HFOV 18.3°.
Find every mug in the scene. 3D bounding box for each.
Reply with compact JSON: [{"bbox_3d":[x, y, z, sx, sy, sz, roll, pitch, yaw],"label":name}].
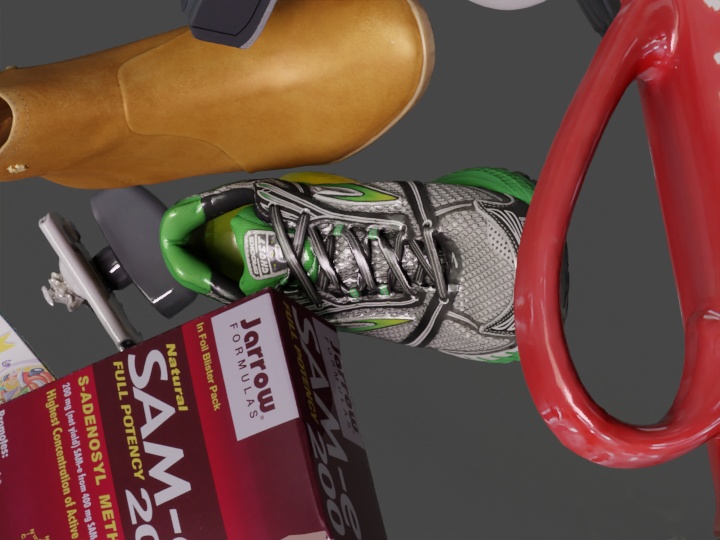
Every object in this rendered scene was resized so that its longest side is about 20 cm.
[{"bbox_3d":[0.140,-0.027,0.691,0.133,0.178,0.200,-21,76,42],"label":"mug"}]

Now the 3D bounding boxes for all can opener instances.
[{"bbox_3d":[-0.081,0.047,0.995,0.066,0.053,0.200,-32,74,5],"label":"can opener"}]

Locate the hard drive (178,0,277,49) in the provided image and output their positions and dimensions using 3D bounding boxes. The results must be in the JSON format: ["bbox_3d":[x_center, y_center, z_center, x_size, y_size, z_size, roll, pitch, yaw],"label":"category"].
[{"bbox_3d":[-0.056,-0.205,0.906,0.140,0.033,0.200,-61,34,33],"label":"hard drive"}]

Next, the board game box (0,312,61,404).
[{"bbox_3d":[-0.096,0.114,0.976,0.034,0.134,0.200,-41,57,-7],"label":"board game box"}]

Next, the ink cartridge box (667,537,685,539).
[{"bbox_3d":[0.051,0.179,0.803,0.200,0.125,0.129,-19,82,22],"label":"ink cartridge box"}]

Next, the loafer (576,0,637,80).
[{"bbox_3d":[0.091,-0.165,0.789,0.068,0.070,0.201,-160,50,-77],"label":"loafer"}]

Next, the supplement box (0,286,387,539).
[{"bbox_3d":[-0.096,0.097,0.865,0.200,0.061,0.109,-24,63,17],"label":"supplement box"}]

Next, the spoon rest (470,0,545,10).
[{"bbox_3d":[0.042,-0.198,0.853,0.099,0.061,0.200,-2,107,46],"label":"spoon rest"}]

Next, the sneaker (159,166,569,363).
[{"bbox_3d":[0.000,0.000,0.891,0.200,0.085,0.078,2,97,44],"label":"sneaker"}]

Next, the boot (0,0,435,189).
[{"bbox_3d":[-0.081,-0.068,0.921,0.201,0.144,0.071,-15,85,45],"label":"boot"}]
